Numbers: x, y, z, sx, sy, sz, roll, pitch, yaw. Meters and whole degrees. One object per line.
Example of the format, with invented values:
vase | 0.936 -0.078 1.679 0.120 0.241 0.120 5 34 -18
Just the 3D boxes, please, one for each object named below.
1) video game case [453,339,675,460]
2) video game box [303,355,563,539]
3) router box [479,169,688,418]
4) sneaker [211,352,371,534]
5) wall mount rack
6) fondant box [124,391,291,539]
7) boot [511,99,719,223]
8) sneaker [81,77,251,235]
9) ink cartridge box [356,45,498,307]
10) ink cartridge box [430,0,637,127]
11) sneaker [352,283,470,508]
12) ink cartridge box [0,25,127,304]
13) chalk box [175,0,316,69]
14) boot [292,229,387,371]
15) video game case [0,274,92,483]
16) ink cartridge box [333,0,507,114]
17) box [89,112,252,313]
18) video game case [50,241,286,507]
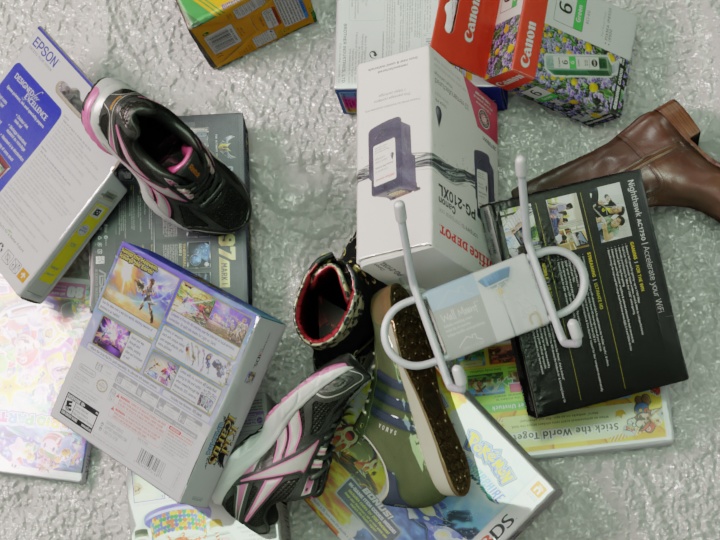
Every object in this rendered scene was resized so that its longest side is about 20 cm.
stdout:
video game case | 0.187 0.086 1.691 0.198 0.023 0.183 -7 75 6
video game box | 0.056 0.197 1.656 0.182 0.047 0.200 -46 74 4
router box | 0.204 0.021 1.631 0.148 0.051 0.202 -13 91 -6
sneaker | -0.053 0.160 1.615 0.086 0.080 0.200 46 114 2
wall mount rack | 0.107 0.005 1.551 0.199 0.075 0.175 -20 91 -12
fondant box | -0.144 0.226 1.685 0.143 0.058 0.202 -8 74 6
boot | 0.259 -0.047 1.690 0.199 0.064 0.187 -30 60 -4
sneaker | -0.170 -0.093 1.647 0.086 0.200 0.081 23 79 53
ink cartridge box | 0.064 -0.083 1.661 0.084 0.145 0.202 -12 66 29
ink cartridge box | 0.167 -0.224 1.700 0.199 0.050 0.110 20 73 -27
sneaker | 0.026 0.120 1.611 0.089 0.067 0.202 -23 78 26
ink cartridge box | -0.316 -0.106 1.757 0.200 0.047 0.198 -49 57 8
chalk box | -0.143 -0.331 1.793 0.123 0.125 0.201 -24 75 2
boot | 0.001 0.001 1.670 0.073 0.154 0.205 20 79 14
video game case | -0.324 0.103 1.764 0.142 0.018 0.202 6 77 9
ink cartridge box | 0.077 -0.230 1.759 0.198 0.076 0.138 -1 77 9
box | -0.187 -0.052 1.759 0.156 0.051 0.202 -3 75 1
video game case | -0.179 0.093 1.636 0.199 0.045 0.182 26 95 39
